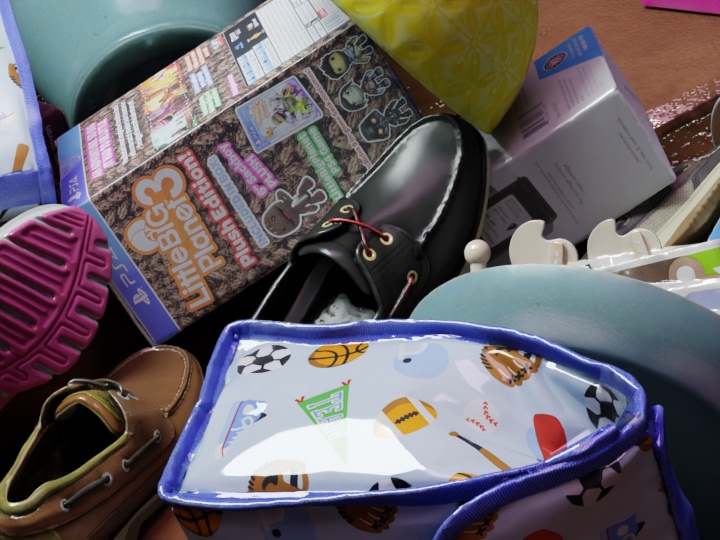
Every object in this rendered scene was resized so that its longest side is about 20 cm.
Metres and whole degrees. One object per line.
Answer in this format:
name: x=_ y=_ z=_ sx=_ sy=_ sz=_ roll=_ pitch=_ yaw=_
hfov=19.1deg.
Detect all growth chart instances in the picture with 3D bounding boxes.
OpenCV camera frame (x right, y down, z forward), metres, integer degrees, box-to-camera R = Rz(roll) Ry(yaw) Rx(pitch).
growth chart: x=0.136 y=0.049 z=1.031 sx=0.198 sy=0.146 sz=0.018 roll=3 pitch=-2 yaw=29

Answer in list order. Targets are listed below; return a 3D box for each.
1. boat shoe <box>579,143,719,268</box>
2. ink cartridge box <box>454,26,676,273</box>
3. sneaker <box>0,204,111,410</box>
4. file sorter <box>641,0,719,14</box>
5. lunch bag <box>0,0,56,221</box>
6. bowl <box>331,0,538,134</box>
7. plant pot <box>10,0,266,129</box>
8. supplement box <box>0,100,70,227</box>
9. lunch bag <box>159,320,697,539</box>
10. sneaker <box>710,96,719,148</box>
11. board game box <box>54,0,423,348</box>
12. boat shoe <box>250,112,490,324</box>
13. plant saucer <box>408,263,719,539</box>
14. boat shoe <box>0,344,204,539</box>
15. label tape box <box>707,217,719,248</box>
boat shoe: x=0.175 y=-0.026 z=1.188 sx=0.066 sy=0.072 sz=0.201 roll=18 pitch=46 yaw=33
ink cartridge box: x=0.071 y=-0.042 z=1.209 sx=0.199 sy=0.067 sz=0.116 roll=-33 pitch=21 yaw=12
sneaker: x=-0.215 y=0.043 z=1.156 sx=0.200 sy=0.081 sz=0.088 roll=-50 pitch=27 yaw=-2
file sorter: x=0.306 y=-0.259 z=1.473 sx=0.199 sy=0.126 sz=0.139 roll=12 pitch=37 yaw=35
lunch bag: x=-0.266 y=-0.079 z=1.207 sx=0.168 sy=0.125 sz=0.200 roll=-11 pitch=36 yaw=-13
bowl: x=0.032 y=-0.180 z=1.156 sx=0.108 sy=0.200 sz=0.200 roll=-47 pitch=31 yaw=8
plant pot: x=-0.141 y=-0.163 z=1.435 sx=0.198 sy=0.201 sz=0.189 roll=-15 pitch=46 yaw=-5
supplement box: x=-0.286 y=-0.030 z=1.336 sx=0.199 sy=0.104 sz=0.130 roll=-35 pitch=38 yaw=-32
lunch bag: x=0.041 y=0.115 z=0.889 sx=0.198 sy=0.171 sz=0.124 roll=-2 pitch=44 yaw=21
sneaker: x=0.306 y=-0.079 z=1.254 sx=0.199 sy=0.074 sz=0.084 roll=3 pitch=-1 yaw=38
board game box: x=-0.070 y=-0.071 z=1.248 sx=0.199 sy=0.097 sz=0.160 roll=-33 pitch=21 yaw=3
boat shoe: x=0.002 y=0.001 z=1.119 sx=0.073 sy=0.063 sz=0.202 roll=29 pitch=81 yaw=29
plant saucer: x=0.107 y=0.072 z=0.936 sx=0.198 sy=0.201 sz=0.028 roll=5 pitch=52 yaw=27
boat shoe: x=-0.130 y=0.089 z=1.113 sx=0.071 sy=0.069 sz=0.200 roll=-3 pitch=31 yaw=18
label tape box: x=0.264 y=-0.018 z=1.099 sx=0.142 sy=0.066 sz=0.200 roll=26 pitch=44 yaw=12
